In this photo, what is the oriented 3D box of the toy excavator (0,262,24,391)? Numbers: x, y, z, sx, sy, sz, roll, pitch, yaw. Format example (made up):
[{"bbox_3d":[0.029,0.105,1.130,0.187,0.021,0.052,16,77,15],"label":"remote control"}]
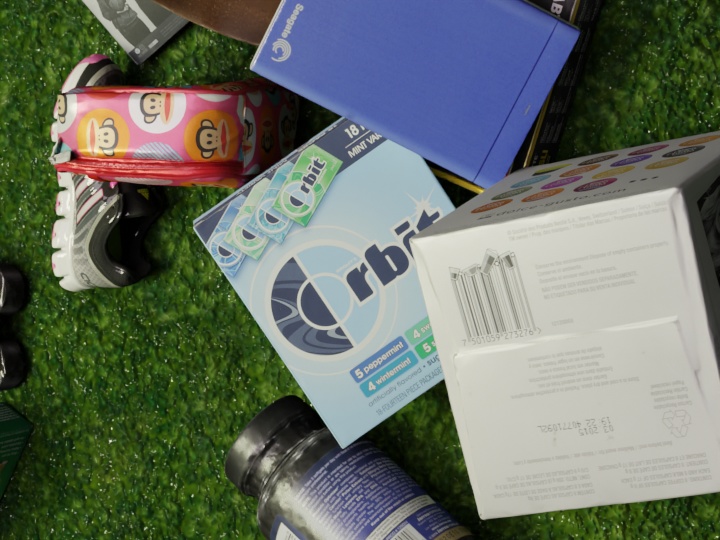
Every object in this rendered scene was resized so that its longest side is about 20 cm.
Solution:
[{"bbox_3d":[-0.396,0.010,1.900,0.199,0.099,0.197,5,95,39],"label":"toy excavator"}]

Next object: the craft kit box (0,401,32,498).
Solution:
[{"bbox_3d":[-0.388,0.215,1.840,0.048,0.199,0.199,37,111,22],"label":"craft kit box"}]

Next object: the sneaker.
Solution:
[{"bbox_3d":[-0.203,-0.075,1.784,0.087,0.074,0.202,11,104,30],"label":"sneaker"}]

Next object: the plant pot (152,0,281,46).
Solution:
[{"bbox_3d":[-0.073,-0.295,1.636,0.186,0.187,0.202,16,79,29],"label":"plant pot"}]

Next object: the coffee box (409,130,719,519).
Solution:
[{"bbox_3d":[0.180,0.031,1.467,0.198,0.197,0.202,-9,101,30],"label":"coffee box"}]

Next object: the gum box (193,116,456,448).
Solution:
[{"bbox_3d":[0.000,0.000,1.603,0.169,0.045,0.201,-35,99,1],"label":"gum box"}]

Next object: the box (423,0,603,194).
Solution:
[{"bbox_3d":[0.088,-0.169,1.616,0.159,0.049,0.202,25,106,29],"label":"box"}]

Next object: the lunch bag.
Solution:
[{"bbox_3d":[-0.150,-0.108,1.663,0.174,0.200,0.083,3,95,17],"label":"lunch bag"}]

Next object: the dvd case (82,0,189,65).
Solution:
[{"bbox_3d":[-0.193,-0.286,1.745,0.150,0.025,0.200,-36,99,28],"label":"dvd case"}]

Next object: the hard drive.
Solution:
[{"bbox_3d":[0.039,-0.158,1.542,0.199,0.025,0.133,26,105,-8],"label":"hard drive"}]

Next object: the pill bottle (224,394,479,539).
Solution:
[{"bbox_3d":[-0.008,0.191,1.659,0.200,0.112,0.112,42,113,22],"label":"pill bottle"}]
